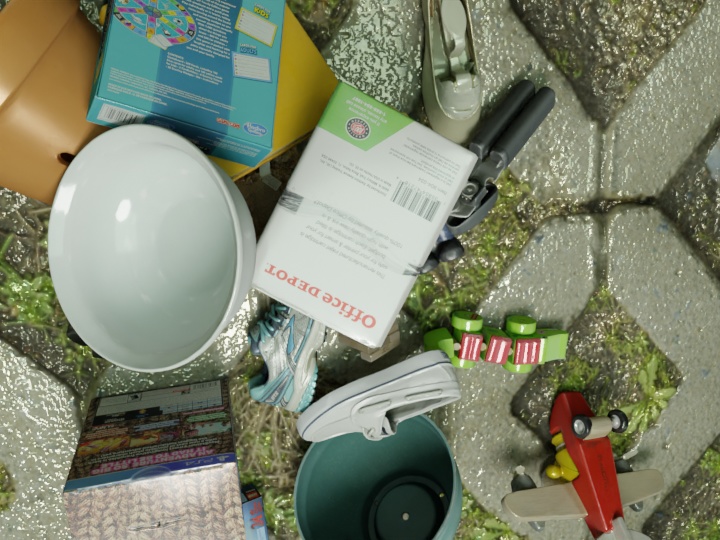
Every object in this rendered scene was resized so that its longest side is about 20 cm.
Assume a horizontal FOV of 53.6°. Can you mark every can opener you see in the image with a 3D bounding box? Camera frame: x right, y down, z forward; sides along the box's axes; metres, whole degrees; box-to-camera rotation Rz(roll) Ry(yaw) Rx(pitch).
[{"bbox_3d":[0.152,-0.127,0.809,0.200,0.053,0.067,-50,150,-19],"label":"can opener"}]

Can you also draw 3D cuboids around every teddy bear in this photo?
[{"bbox_3d":[-0.091,-0.077,0.760,0.145,0.067,0.201,-32,85,12],"label":"teddy bear"}]

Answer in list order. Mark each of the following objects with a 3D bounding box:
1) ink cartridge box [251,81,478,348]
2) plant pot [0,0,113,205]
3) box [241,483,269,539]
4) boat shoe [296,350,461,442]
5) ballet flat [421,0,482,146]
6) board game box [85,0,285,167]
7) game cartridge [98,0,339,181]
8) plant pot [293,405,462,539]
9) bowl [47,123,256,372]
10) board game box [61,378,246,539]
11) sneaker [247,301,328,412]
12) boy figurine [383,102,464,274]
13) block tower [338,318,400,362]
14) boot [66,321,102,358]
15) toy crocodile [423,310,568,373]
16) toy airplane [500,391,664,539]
[{"bbox_3d":[-0.003,-0.050,0.676,0.145,0.084,0.201,27,92,-6],"label":"ink cartridge box"},{"bbox_3d":[-0.290,-0.152,0.650,0.140,0.200,0.200,37,94,-30],"label":"plant pot"},{"bbox_3d":[-0.177,0.382,0.883,0.136,0.038,0.201,-15,108,-26],"label":"box"},{"bbox_3d":[0.019,0.160,0.818,0.199,0.066,0.074,-29,149,12],"label":"boat shoe"},{"bbox_3d":[0.101,-0.230,0.782,0.069,0.069,0.201,-14,108,-9],"label":"ballet flat"},{"bbox_3d":[-0.147,-0.208,0.632,0.150,0.047,0.201,13,69,-28],"label":"board game box"},{"bbox_3d":[-0.126,-0.202,0.691,0.176,0.032,0.200,-36,93,-31],"label":"game cartridge"},{"bbox_3d":[0.037,0.280,0.857,0.200,0.200,0.134,-35,137,-2],"label":"plant pot"},{"bbox_3d":[-0.163,-0.019,0.614,0.200,0.090,0.202,1,93,24],"label":"bowl"},{"bbox_3d":[-0.211,0.209,0.759,0.159,0.200,0.097,-7,107,-11],"label":"board game box"},{"bbox_3d":[-0.084,0.069,0.817,0.086,0.078,0.201,8,103,-11],"label":"sneaker"},{"bbox_3d":[0.058,-0.102,0.809,0.124,0.064,0.201,-22,112,-1],"label":"boy figurine"},{"bbox_3d":[0.000,0.000,0.810,0.054,0.058,0.201,-26,118,-37],"label":"block tower"},{"bbox_3d":[-0.242,0.001,0.744,0.069,0.200,0.175,5,72,-4],"label":"boot"},{"bbox_3d":[0.170,0.094,0.890,0.199,0.062,0.068,5,104,-15],"label":"toy crocodile"},{"bbox_3d":[0.293,0.287,0.933,0.200,0.141,0.199,41,61,-7],"label":"toy airplane"}]
